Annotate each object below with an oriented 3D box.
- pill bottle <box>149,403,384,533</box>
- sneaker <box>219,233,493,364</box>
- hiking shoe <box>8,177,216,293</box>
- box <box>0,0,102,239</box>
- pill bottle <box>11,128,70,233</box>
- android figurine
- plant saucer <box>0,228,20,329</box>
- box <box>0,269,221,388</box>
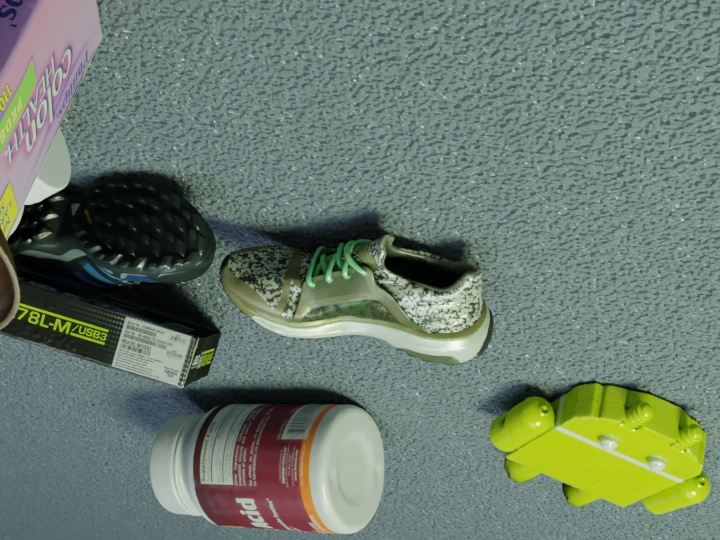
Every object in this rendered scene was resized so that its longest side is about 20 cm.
[{"bbox_3d":[-0.088,0.181,1.168,0.199,0.115,0.114,-3,144,31],"label":"pill bottle"},{"bbox_3d":[0.000,0.000,0.889,0.199,0.077,0.089,9,136,3],"label":"sneaker"},{"bbox_3d":[-0.177,-0.021,0.939,0.199,0.075,0.087,8,158,33],"label":"hiking shoe"},{"bbox_3d":[-0.272,-0.118,0.707,0.199,0.177,0.097,14,149,5],"label":"box"},{"bbox_3d":[-0.300,-0.053,0.842,0.199,0.113,0.112,-24,137,12],"label":"pill bottle"},{"bbox_3d":[0.203,0.150,1.049,0.181,0.041,0.200,25,151,-13],"label":"android figurine"},{"bbox_3d":[-0.259,-0.033,0.630,0.199,0.037,0.201,12,149,7],"label":"plant saucer"},{"bbox_3d":[-0.215,0.040,0.992,0.199,0.048,0.193,17,180,0],"label":"box"}]
